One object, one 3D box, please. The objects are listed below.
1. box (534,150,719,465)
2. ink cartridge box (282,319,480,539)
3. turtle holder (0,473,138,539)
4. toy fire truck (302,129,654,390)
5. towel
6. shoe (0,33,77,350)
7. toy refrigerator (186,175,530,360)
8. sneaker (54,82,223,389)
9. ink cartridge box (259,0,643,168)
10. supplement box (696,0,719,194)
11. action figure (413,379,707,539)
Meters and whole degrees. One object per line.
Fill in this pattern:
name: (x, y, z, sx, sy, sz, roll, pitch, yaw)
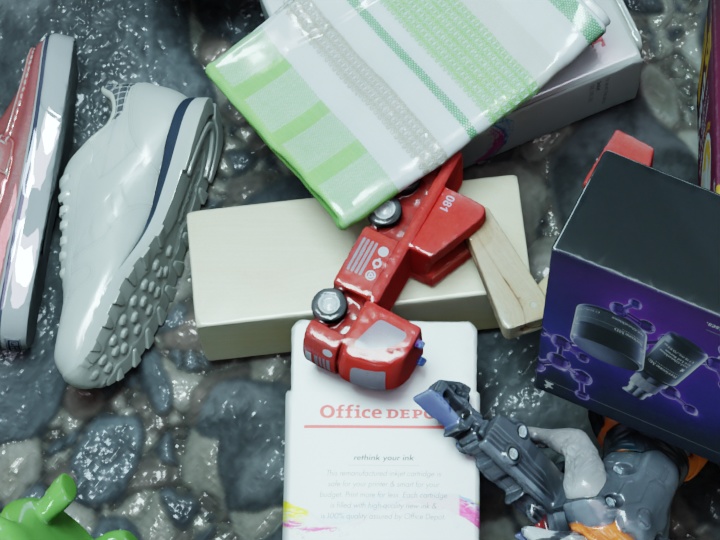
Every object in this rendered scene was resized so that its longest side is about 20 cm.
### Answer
box: (0.202, 0.038, 1.340, 0.200, 0.141, 0.079, 22, 61, 15)
ink cartridge box: (0.013, 0.134, 1.467, 0.115, 0.068, 0.200, 1, 75, 2)
turtle holder: (-0.194, 0.205, 1.403, 0.132, 0.186, 0.141, -30, 77, 9)
toy fire truck: (0.070, -0.007, 1.441, 0.141, 0.049, 0.200, 26, 72, 13)
towel: (0.025, -0.132, 1.458, 0.200, 0.031, 0.149, -38, 62, -9)
shoe: (-0.231, -0.054, 1.531, 0.091, 0.071, 0.200, 9, 80, 0)
toy refrigerator: (0.000, 0.000, 1.507, 0.200, 0.070, 0.076, -7, 69, 0)
sneaker: (-0.151, -0.022, 1.524, 0.080, 0.076, 0.200, 15, 68, 13)
ink cartridge box: (0.056, -0.142, 1.533, 0.200, 0.085, 0.145, -23, 74, -2)
supplement box: (0.242, -0.068, 1.447, 0.086, 0.110, 0.200, 3, 45, 4)
action figure: (0.137, 0.098, 1.427, 0.200, 0.105, 0.194, 37, 59, -20)
